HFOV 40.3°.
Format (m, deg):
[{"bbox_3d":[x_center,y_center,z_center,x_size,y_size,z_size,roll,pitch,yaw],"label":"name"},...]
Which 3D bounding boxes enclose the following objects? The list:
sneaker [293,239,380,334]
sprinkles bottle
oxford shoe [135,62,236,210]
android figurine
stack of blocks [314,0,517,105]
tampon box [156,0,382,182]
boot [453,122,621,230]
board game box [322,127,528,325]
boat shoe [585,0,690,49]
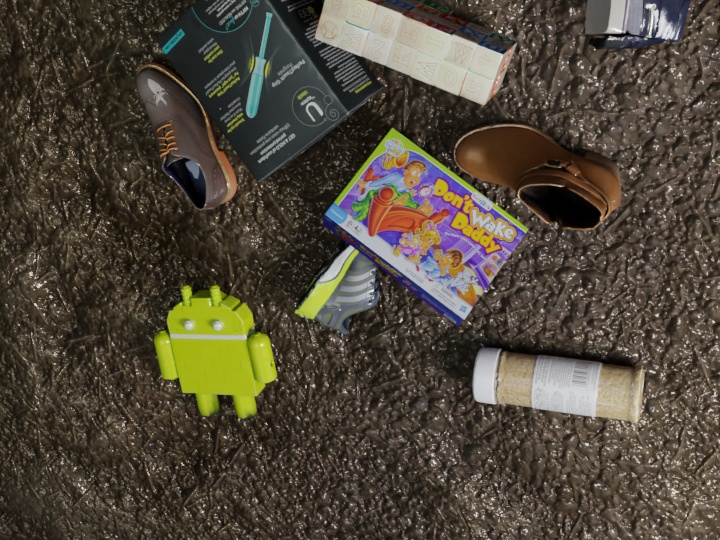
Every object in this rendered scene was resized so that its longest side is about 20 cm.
[{"bbox_3d":[0.000,0.000,1.231,0.081,0.074,0.200,33,123,-11],"label":"sneaker"},{"bbox_3d":[0.238,0.138,1.187,0.198,0.068,0.069,6,113,19],"label":"sprinkles bottle"},{"bbox_3d":[-0.228,-0.169,1.239,0.071,0.073,0.201,-27,99,29],"label":"oxford shoe"},{"bbox_3d":[-0.203,0.112,1.365,0.181,0.041,0.202,2,113,21],"label":"android figurine"},{"bbox_3d":[0.065,-0.254,1.066,0.199,0.115,0.059,24,118,9],"label":"stack of blocks"},{"bbox_3d":[-0.102,-0.236,1.132,0.149,0.126,0.201,-32,98,29],"label":"tampon box"},{"bbox_3d":[0.182,-0.096,1.062,0.199,0.155,0.077,20,117,13],"label":"boot"},{"bbox_3d":[0.075,-0.051,1.142,0.199,0.045,0.135,37,77,3],"label":"board game box"},{"bbox_3d":[0.287,-0.322,0.989,0.092,0.075,0.202,3,101,-15],"label":"boat shoe"}]
